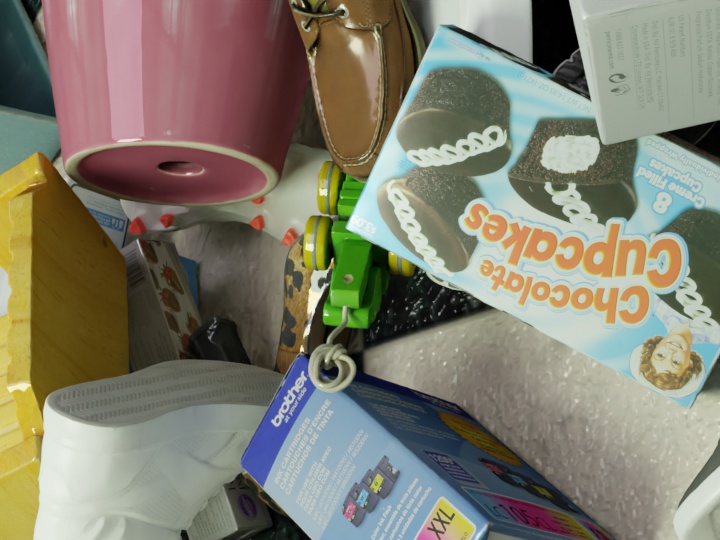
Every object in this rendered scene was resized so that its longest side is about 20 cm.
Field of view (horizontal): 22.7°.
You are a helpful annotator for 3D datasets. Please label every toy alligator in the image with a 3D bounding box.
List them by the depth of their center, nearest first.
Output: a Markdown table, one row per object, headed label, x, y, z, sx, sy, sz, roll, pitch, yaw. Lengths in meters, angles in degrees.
| label | x | y | z | sx | sy | sz | roll | pitch | yaw |
| --- | --- | --- | --- | --- | --- | --- | --- | --- | --- |
| toy alligator | 0.000 | 0.000 | 0.978 | 0.059 | 0.054 | 0.201 | 4 | 50 | 9 |

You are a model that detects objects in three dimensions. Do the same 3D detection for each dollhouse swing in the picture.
| label | x | y | z | sx | sy | sz | roll | pitch | yaw |
| --- | --- | --- | --- | --- | --- | --- | --- | --- | --- |
| dollhouse swing | -0.234 | 0.072 | 1.056 | 0.174 | 0.182 | 0.201 | -12 | 57 | 12 |

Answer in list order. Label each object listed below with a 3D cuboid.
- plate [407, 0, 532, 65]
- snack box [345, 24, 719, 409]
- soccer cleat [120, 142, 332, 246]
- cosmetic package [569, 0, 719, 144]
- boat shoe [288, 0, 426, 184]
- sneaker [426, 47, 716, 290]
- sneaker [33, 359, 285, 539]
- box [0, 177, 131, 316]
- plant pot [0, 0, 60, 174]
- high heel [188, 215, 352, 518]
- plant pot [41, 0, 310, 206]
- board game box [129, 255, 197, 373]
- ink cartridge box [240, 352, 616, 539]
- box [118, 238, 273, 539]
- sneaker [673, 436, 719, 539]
| label | x | y | z | sx | sy | sz | roll | pitch | yaw |
| --- | --- | --- | --- | --- | --- | --- | --- | --- | --- |
| plate | 0.038 | -0.174 | 1.019 | 0.200 | 0.032 | 0.201 | 162 | 109 | -66 |
| snack box | 0.105 | -0.029 | 0.907 | 0.199 | 0.037 | 0.117 | 27 | 104 | 8 |
| soccer cleat | -0.068 | -0.057 | 1.155 | 0.199 | 0.078 | 0.070 | 2 | 114 | 31 |
| cosmetic package | 0.188 | -0.191 | 0.849 | 0.198 | 0.123 | 0.201 | -12 | 64 | 8 |
| boat shoe | -0.012 | -0.147 | 0.977 | 0.072 | 0.068 | 0.202 | -16 | 71 | 34 |
| sneaker | 0.113 | -0.064 | 0.972 | 0.199 | 0.085 | 0.077 | -35 | 85 | 10 |
| sneaker | -0.104 | 0.116 | 0.979 | 0.073 | 0.199 | 0.116 | 22 | 107 | 35 |
| box | -0.228 | 0.042 | 1.220 | 0.116 | 0.060 | 0.202 | 2 | 78 | 45 |
| plant pot | -0.370 | -0.113 | 1.385 | 0.200 | 0.195 | 0.197 | -55 | 46 | 27 |
| high heel | -0.005 | 0.050 | 1.065 | 0.200 | 0.071 | 0.143 | -39 | 65 | 24 |
| plant pot | -0.106 | -0.141 | 1.060 | 0.199 | 0.199 | 0.180 | -11 | 70 | 42 |
| board game box | -0.190 | 0.090 | 1.239 | 0.199 | 0.040 | 0.154 | -25 | 60 | 37 |
| ink cartridge box | 0.031 | 0.119 | 0.943 | 0.200 | 0.136 | 0.077 | 36 | 101 | 44 |
| box | -0.112 | 0.077 | 1.132 | 0.041 | 0.039 | 0.201 | -31 | 71 | 28 |
| sneaker | 0.209 | 0.039 | 0.848 | 0.200 | 0.071 | 0.099 | -47 | 47 | 15 |
